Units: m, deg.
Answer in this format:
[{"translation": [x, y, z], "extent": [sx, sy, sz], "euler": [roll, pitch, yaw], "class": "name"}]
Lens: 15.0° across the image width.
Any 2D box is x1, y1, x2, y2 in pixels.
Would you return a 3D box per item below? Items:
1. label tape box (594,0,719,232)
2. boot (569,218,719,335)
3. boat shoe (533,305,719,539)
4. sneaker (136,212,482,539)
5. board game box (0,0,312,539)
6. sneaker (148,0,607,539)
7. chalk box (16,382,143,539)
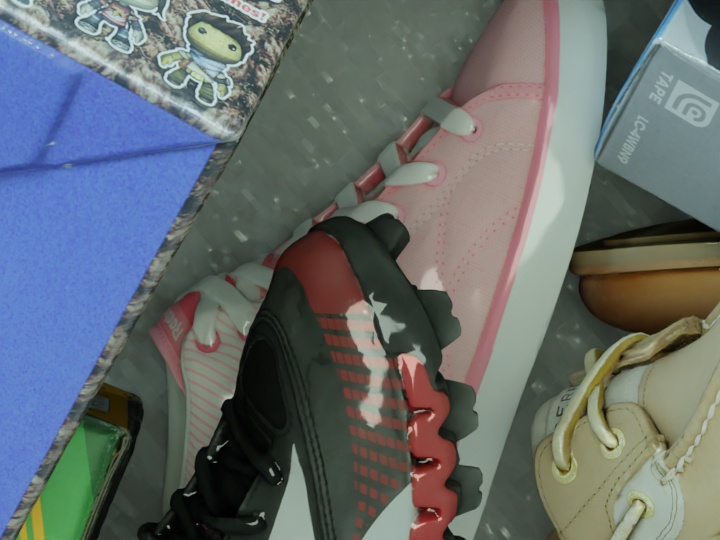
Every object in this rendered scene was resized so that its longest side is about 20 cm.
[{"translation": [0.185, -0.045, 0.756], "extent": [0.200, 0.066, 0.143], "euler": [29, 55, 7], "class": "label tape box"}, {"translation": [0.153, 0.064, 0.804], "extent": [0.199, 0.074, 0.155], "euler": [7, 98, 2], "class": "boot"}, {"translation": [0.078, 0.057, 0.740], "extent": [0.069, 0.074, 0.200], "euler": [23, 130, 6], "class": "boat shoe"}, {"translation": [-0.026, 0.081, 0.726], "extent": [0.098, 0.071, 0.201], "euler": [-4, 117, -23], "class": "sneaker"}, {"translation": [-0.074, -0.054, 0.675], "extent": [0.097, 0.200, 0.160], "euler": [29, 128, -5], "class": "board game box"}, {"translation": [0.000, 0.000, 0.790], "extent": [0.104, 0.075, 0.201], "euler": [17, 96, -8], "class": "sneaker"}, {"translation": [-0.154, 0.110, 0.764], "extent": [0.124, 0.125, 0.200], "euler": [22, 90, -4], "class": "chalk box"}]
